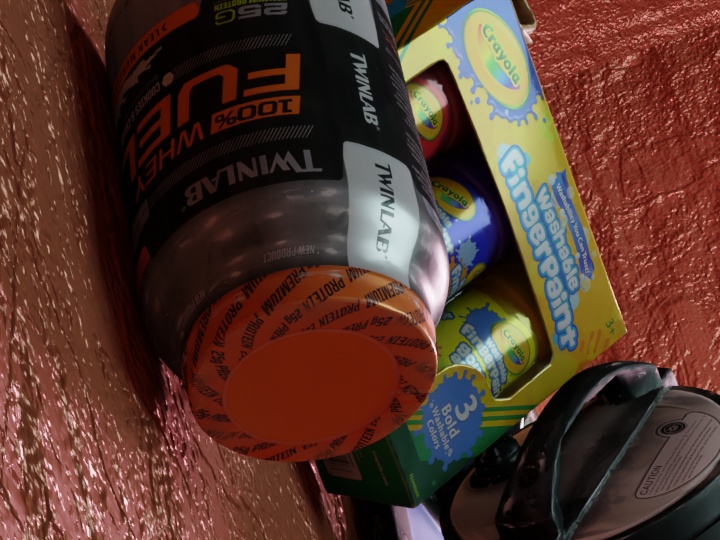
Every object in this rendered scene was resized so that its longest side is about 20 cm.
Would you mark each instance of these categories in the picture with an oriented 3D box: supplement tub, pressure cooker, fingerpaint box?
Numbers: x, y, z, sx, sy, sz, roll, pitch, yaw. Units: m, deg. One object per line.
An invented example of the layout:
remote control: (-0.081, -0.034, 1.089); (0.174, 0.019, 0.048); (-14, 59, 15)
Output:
supplement tub: (-0.033, -0.032, 1.036); (0.123, 0.122, 0.201); (63, 10, -49)
pressure cooker: (0.132, 0.152, 1.313); (0.176, 0.178, 0.201); (-132, -162, -70)
fingerpaint box: (0.027, -0.016, 1.264); (0.073, 0.167, 0.201); (5, -57, 48)

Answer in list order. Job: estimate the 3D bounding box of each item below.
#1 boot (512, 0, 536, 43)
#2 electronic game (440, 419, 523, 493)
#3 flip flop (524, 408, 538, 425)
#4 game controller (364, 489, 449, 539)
boot: (0.045, -0.131, 1.721); (0.073, 0.154, 0.201); (-101, 170, -46)
electronic game: (0.052, 0.058, 1.494); (0.200, 0.041, 0.202); (176, -90, -73)
flip flop: (0.081, 0.113, 1.556); (0.081, 0.057, 0.202); (143, -53, -66)
game controller: (0.035, 0.167, 1.359); (0.201, 0.042, 0.105); (-101, 170, -49)
